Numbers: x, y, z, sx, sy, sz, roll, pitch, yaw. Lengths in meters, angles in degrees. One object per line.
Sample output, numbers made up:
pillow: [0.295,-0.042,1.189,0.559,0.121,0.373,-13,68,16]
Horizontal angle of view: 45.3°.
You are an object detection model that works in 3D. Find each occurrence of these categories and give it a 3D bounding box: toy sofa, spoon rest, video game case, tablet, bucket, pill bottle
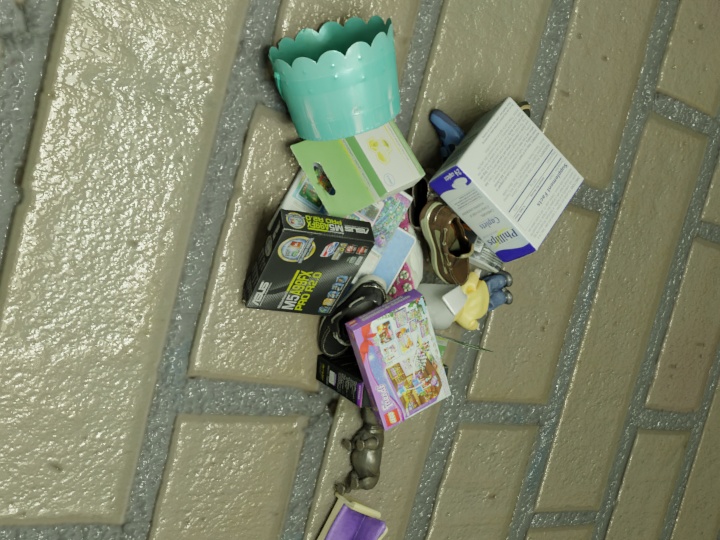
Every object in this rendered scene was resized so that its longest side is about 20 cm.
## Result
toy sofa: [-0.040,0.537,1.641,0.082,0.097,0.203,33,84,-38]
spoon rest: [0.148,0.061,1.585,0.060,0.200,0.100,-36,92,-16]
video game case: [-0.032,-0.097,1.467,0.198,0.024,0.184,32,83,-16]
tablet: [0.000,0.000,1.523,0.129,0.014,0.202,28,96,-17]
bucket: [-0.034,-0.299,1.342,0.205,0.206,0.137,-29,121,-26]
pill bottle: [0.259,-0.108,1.673,0.105,0.106,0.203,24,88,-38]

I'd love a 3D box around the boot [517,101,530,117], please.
boot: [0.297,-0.229,1.631,0.139,0.077,0.199,52,47,-1]

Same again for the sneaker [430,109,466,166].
sneaker: [0.178,-0.202,1.586,0.082,0.074,0.202,-33,97,8]

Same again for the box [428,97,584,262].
box: [0.249,-0.151,1.469,0.200,0.105,0.185,44,62,-9]

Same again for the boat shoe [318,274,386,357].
boat shoe: [-0.017,0.093,1.490,0.073,0.061,0.200,28,128,-17]

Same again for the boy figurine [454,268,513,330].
boy figurine: [0.219,0.064,1.720,0.197,0.064,0.127,-20,115,-30]

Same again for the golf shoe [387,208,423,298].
golf shoe: [0.075,-0.052,1.585,0.091,0.074,0.205,-29,118,-58]

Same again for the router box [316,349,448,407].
router box: [0.039,0.185,1.566,0.197,0.148,0.052,-5,106,-35]

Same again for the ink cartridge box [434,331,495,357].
ink cartridge box: [0.132,0.133,1.563,0.145,0.197,0.049,19,92,-64]

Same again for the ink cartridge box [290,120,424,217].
ink cartridge box: [-0.001,-0.181,1.419,0.198,0.048,0.147,-28,85,-43]

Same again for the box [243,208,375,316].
box: [-0.086,-0.007,1.391,0.157,0.045,0.201,7,138,-26]

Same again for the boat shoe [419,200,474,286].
boat shoe: [0.164,-0.034,1.524,0.075,0.074,0.203,-54,140,-19]

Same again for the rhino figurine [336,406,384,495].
rhino figurine: [0.013,0.329,1.643,0.087,0.059,0.205,2,101,-51]

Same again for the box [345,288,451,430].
box: [0.065,0.150,1.442,0.135,0.039,0.203,-25,115,-16]

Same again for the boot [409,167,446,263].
boot: [0.129,-0.083,1.571,0.146,0.069,0.205,-5,89,-67]
